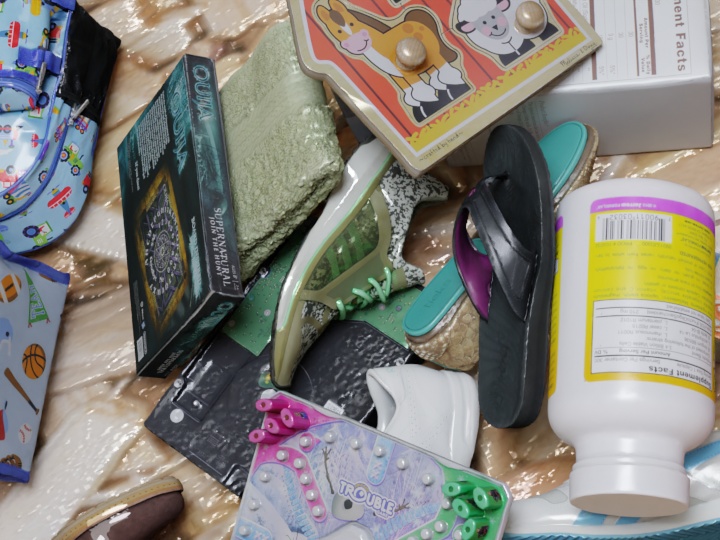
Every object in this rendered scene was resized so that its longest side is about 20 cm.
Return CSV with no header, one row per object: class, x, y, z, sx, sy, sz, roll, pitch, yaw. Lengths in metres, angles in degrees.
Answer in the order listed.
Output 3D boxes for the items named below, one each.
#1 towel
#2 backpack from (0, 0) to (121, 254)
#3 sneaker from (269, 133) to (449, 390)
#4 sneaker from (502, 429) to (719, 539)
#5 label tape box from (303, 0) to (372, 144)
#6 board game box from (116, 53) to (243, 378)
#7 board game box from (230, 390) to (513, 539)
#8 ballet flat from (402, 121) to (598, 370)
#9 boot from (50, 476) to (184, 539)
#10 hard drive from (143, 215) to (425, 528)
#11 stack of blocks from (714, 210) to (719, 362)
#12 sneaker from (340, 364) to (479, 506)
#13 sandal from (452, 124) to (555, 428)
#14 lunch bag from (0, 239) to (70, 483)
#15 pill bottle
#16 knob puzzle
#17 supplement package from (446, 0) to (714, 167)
towel,-0.083,-0.076,1.117,0.200,0.036,0.149,-40,52,42
backpack,-0.295,-0.119,1.193,0.182,0.135,0.200,2,74,15
sneaker,0.000,0.000,1.079,0.089,0.077,0.200,26,82,3
sneaker,0.181,0.148,1.020,0.200,0.077,0.081,-11,61,2
label tape box,0.003,-0.181,1.107,0.066,0.200,0.144,-14,68,6
board game box,-0.135,-0.039,1.125,0.028,0.135,0.200,8,59,-30
board game box,-0.014,0.203,1.005,0.200,0.026,0.200,19,96,35
ballet flat,0.109,-0.013,1.075,0.200,0.065,0.071,-50,29,-3
boot,-0.171,0.259,1.073,0.200,0.072,0.166,-36,79,-3
hard drive,-0.044,0.073,1.114,0.140,0.038,0.200,32,81,21
stack of blocks,0.286,0.011,1.048,0.200,0.059,0.115,18,75,19
sneaker,0.029,0.159,1.033,0.088,0.075,0.200,12,60,-18
sandal,0.089,0.001,0.991,0.048,0.075,0.201,5,81,-26
lunch bag,-0.340,0.064,1.146,0.200,0.124,0.170,1,70,28
pill bottle,0.172,0.050,0.971,0.104,0.104,0.200,0,70,13
knob puzzle,0.039,-0.184,1.010,0.219,0.030,0.220,5,66,-11
supplement package,0.152,-0.155,1.109,0.200,0.117,0.118,-3,70,12
